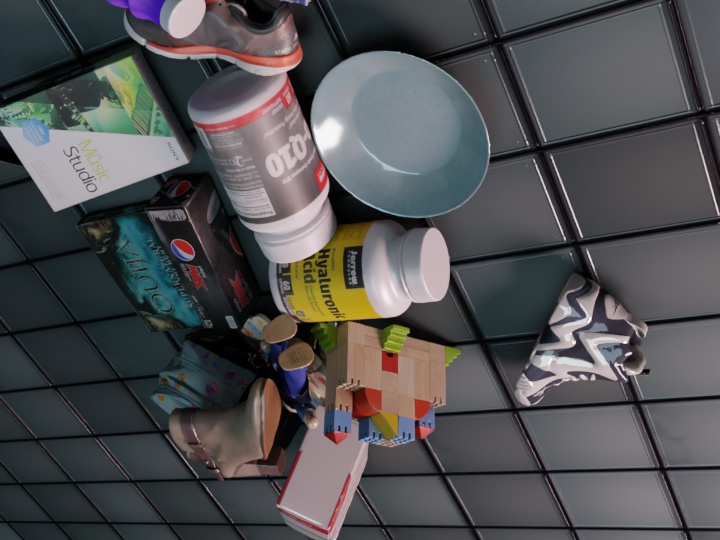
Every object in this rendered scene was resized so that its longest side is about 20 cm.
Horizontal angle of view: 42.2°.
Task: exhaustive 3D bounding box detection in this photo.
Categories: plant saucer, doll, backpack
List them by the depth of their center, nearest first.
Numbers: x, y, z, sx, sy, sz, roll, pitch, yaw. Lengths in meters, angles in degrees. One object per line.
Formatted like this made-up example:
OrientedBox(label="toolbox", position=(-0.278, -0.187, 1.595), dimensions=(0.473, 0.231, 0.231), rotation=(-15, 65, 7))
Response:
OrientedBox(label="plant saucer", position=(0.044, -0.148, 0.983), dimensions=(0.196, 0.039, 0.204), rotation=(13, 134, 14))
OrientedBox(label="doll", position=(-0.086, 0.135, 1.166), dimensions=(0.138, 0.048, 0.201), rotation=(57, 164, 21))
OrientedBox(label="backpack", position=(-0.195, 0.176, 1.316), dimensions=(0.197, 0.127, 0.169), rotation=(22, 149, 27))

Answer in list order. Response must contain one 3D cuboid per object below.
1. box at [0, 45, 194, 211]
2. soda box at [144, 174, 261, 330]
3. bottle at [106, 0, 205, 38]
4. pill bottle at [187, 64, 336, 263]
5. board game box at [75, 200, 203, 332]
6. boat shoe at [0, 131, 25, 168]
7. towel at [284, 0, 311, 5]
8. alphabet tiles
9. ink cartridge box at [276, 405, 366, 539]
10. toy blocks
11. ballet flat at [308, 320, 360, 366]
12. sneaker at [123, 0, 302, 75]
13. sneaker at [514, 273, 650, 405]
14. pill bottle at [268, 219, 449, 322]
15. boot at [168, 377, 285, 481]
OrientedBox(label="box", position=(-0.315, -0.164, 1.105), dimensions=(0.196, 0.037, 0.146), rotation=(-18, 123, 14))
OrientedBox(label="soda box", position=(-0.197, -0.021, 1.193), dimensions=(0.062, 0.071, 0.203), rotation=(1, 130, 26))
OrientedBox(label="bottle", position=(-0.231, -0.303, 0.907), dimensions=(0.199, 0.065, 0.084), rotation=(42, 134, 18))
OrientedBox(label="pill bottle", position=(-0.100, -0.117, 1.027), dimensions=(0.112, 0.115, 0.203), rotation=(-3, 129, 27))
OrientedBox(label="board game box", position=(-0.288, 0.000, 1.288), dimensions=(0.133, 0.028, 0.202), rotation=(-7, 126, 30))
OrientedBox(label="boat shoe", position=(-0.396, -0.149, 1.183), dimensions=(0.196, 0.057, 0.070), rotation=(14, 135, 14))
OrientedBox(label="towel", position=(-0.137, -0.345, 0.907), dimensions=(0.196, 0.024, 0.147), rotation=(15, 133, 10))
OrientedBox(label="alphabet tiles", position=(-0.089, 0.136, 1.266), dimensions=(0.196, 0.015, 0.199), rotation=(48, 157, -12))
OrientedBox(label="ink cartridge box", position=(-0.050, 0.293, 1.311), dimensions=(0.081, 0.149, 0.201), rotation=(21, 159, 8))
OrientedBox(label="toy blocks", position=(0.032, 0.150, 1.139), dimensions=(0.197, 0.140, 0.099), rotation=(16, 153, -30))
OrientedBox(label="ballet flat", position=(-0.041, 0.100, 1.235), dimensions=(0.074, 0.064, 0.203), rotation=(16, 136, 11))
OrientedBox(label="sneaker", position=(-0.150, -0.262, 0.944), dimensions=(0.195, 0.078, 0.083), rotation=(13, 135, 12))
OrientedBox(label="sneaker", position=(0.264, 0.108, 1.081), dimensions=(0.128, 0.080, 0.202), rotation=(28, 127, 12))
OrientedBox(label="pill bottle", position=(0.000, 0.000, 1.089), dimensions=(0.196, 0.112, 0.113), rotation=(-6, 128, 29))
OrientedBox(label="boot", position=(-0.172, 0.196, 1.174), dimensions=(0.143, 0.071, 0.203), rotation=(10, 133, 13))
